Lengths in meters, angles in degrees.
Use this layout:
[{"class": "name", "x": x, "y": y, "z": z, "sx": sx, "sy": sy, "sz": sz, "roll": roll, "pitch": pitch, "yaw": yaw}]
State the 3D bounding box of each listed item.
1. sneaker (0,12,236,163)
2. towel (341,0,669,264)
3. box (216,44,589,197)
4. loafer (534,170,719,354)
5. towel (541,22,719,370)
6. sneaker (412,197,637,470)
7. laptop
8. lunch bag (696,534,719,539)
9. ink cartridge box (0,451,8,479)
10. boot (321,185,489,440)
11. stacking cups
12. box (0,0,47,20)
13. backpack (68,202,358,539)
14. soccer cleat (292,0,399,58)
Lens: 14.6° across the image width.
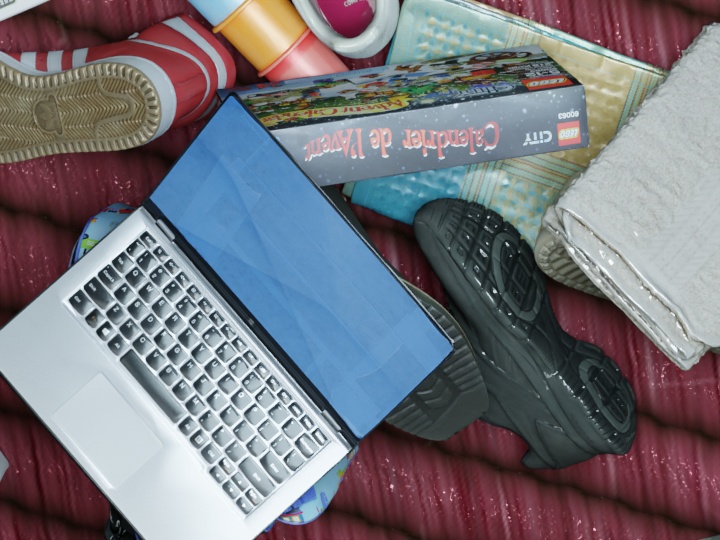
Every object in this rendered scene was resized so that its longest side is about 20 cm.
[{"class": "sneaker", "x": -0.169, "y": -0.113, "z": 1.732, "sx": 0.199, "sy": 0.112, "sz": 0.072, "roll": 5, "pitch": 110, "yaw": 35}, {"class": "towel", "x": 0.101, "y": -0.079, "z": 1.734, "sx": 0.199, "sy": 0.022, "sz": 0.148, "roll": 19, "pitch": 107, "yaw": -2}, {"class": "box", "x": 0.022, "y": -0.089, "z": 1.636, "sx": 0.198, "sy": 0.137, "sz": 0.038, "roll": -9, "pitch": 105, "yaw": -7}, {"class": "loafer", "x": 0.196, "y": -0.007, "z": 1.702, "sx": 0.199, "sy": 0.069, "sz": 0.076, "roll": 23, "pitch": 150, "yaw": -27}, {"class": "towel", "x": 0.204, "y": -0.047, "z": 1.661, "sx": 0.133, "sy": 0.200, "sz": 0.034, "roll": 44, "pitch": 148, "yaw": -5}, {"class": "sneaker", "x": 0.085, "y": 0.047, "z": 1.737, "sx": 0.090, "sy": 0.076, "sz": 0.201, "roll": -26, "pitch": 106, "yaw": 33}, {"class": "laptop", "x": -0.083, "y": 0.043, "z": 1.563, "sx": 0.200, "sy": 0.116, "sz": 0.187, "roll": -41, "pitch": 86, "yaw": -5}, {"class": "lunch bag", "x": 0.247, "y": 0.270, "z": 1.737, "sx": 0.138, "sy": 0.168, "sz": 0.201, "roll": -12, "pitch": 103, "yaw": 8}, {"class": "ink cartridge box", "x": -0.309, "y": 0.162, "z": 1.739, "sx": 0.147, "sy": 0.200, "sz": 0.086, "roll": -35, "pitch": 100, "yaw": 13}, {"class": "boot", "x": 0.000, "y": 0.000, "z": 1.713, "sx": 0.077, "sy": 0.139, "sz": 0.200, "roll": -35, "pitch": 119, "yaw": 13}, {"class": "stacking cups", "x": -0.087, "y": -0.175, "z": 1.702, "sx": 0.060, "sy": 0.061, "sz": 0.200, "roll": -41, "pitch": 98, "yaw": 13}, {"class": "box", "x": -0.245, "y": -0.251, "z": 1.710, "sx": 0.109, "sy": 0.035, "sz": 0.201, "roll": -21, "pitch": 102, "yaw": 10}, {"class": "backpack", "x": -0.096, "y": 0.052, "z": 1.704, "sx": 0.134, "sy": 0.183, "sz": 0.201, "roll": -13, "pitch": 99, "yaw": 14}, {"class": "soccer cleat", "x": -0.030, "y": -0.220, "z": 1.671, "sx": 0.069, "sy": 0.086, "sz": 0.201, "roll": -24, "pitch": 99, "yaw": 11}]
